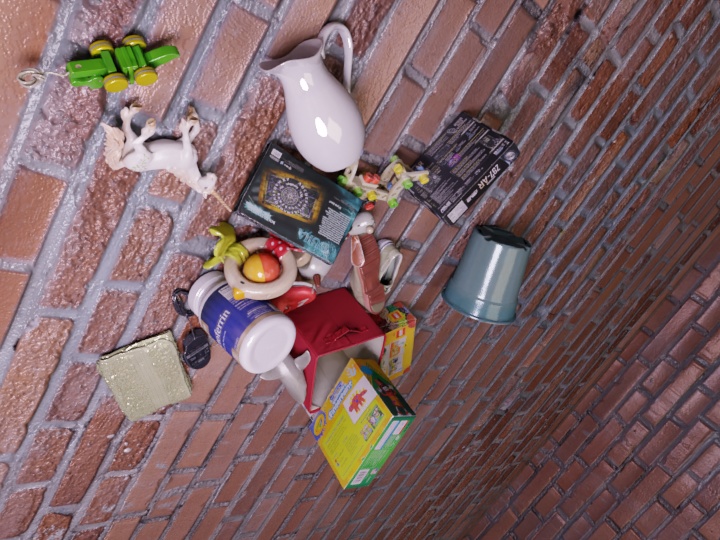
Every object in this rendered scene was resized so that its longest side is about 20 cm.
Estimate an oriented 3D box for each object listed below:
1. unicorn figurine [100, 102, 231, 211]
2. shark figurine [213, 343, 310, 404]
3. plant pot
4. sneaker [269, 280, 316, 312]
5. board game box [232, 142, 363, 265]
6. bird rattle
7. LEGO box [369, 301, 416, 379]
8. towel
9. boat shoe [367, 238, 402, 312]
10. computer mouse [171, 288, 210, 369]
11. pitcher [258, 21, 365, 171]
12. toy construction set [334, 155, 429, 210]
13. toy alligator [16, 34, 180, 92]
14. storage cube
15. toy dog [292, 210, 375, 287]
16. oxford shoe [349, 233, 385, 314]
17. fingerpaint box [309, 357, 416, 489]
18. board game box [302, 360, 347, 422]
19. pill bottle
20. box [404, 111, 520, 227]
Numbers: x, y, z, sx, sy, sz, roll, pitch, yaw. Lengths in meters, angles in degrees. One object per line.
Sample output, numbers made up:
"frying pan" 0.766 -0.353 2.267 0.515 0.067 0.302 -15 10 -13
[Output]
"unicorn figurine" -0.286 -0.177 0.844 0.199 0.074 0.138 5 132 -25
"shark figurine" -0.189 0.181 1.116 0.089 0.214 0.128 -42 168 -47
"plant pot" 0.329 0.003 1.407 0.200 0.200 0.197 -3 119 -37
"sneaker" -0.172 0.087 1.104 0.200 0.085 0.077 -23 144 13
"board game box" -0.105 -0.113 0.978 0.200 0.028 0.136 30 81 -25
"bird rattle" -0.178 -0.016 1.005 0.199 0.163 0.113 -3 145 -26
"LEGO box" 0.056 0.198 1.430 0.149 0.077 0.200 -21 135 -24
"towel" -0.418 0.212 1.093 0.148 0.036 0.200 -22 136 -21
"boat shoe" 0.043 0.024 1.280 0.072 0.062 0.200 -11 131 -32
"computer mouse" -0.335 0.115 1.084 0.059 0.034 0.200 -32 134 -36
"pitcher" -0.052 -0.281 0.910 0.172 0.121 0.200 -43 130 -20
"toy construction set" 0.024 -0.181 1.064 0.200 0.092 0.131 20 135 -39
"toy alligator" -0.339 -0.261 0.735 0.200 0.059 0.054 -22 176 -23
"storage cube" -0.071 0.168 1.224 0.171 0.180 0.200 -14 131 -30
"toy dog" -0.052 -0.036 1.115 0.132 0.096 0.200 23 114 -45
"oxford shoe" 0.000 0.000 1.221 0.071 0.074 0.201 -24 117 -39
"fingerpaint box" 0.000 0.309 1.136 0.073 0.167 0.200 12 116 -41
"board game box" -0.063 0.297 1.325 0.147 0.200 0.064 -40 140 -2
"pill bottle" -0.219 0.086 1.006 0.116 0.200 0.116 -31 137 -33
"box" 0.194 -0.208 1.125 0.200 0.160 0.044 -47 139 4
